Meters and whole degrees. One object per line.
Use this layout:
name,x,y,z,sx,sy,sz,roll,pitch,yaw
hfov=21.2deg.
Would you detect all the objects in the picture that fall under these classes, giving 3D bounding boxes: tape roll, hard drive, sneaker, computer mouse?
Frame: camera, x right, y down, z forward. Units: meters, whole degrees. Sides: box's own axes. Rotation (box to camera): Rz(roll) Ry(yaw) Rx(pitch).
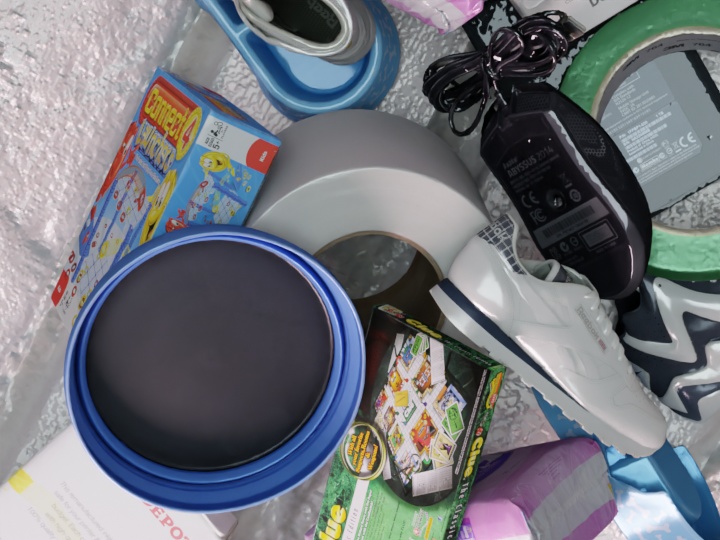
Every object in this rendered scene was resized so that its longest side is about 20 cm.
tape roll,0.236,-0.094,1.353,0.200,0.048,0.201,-1,82,10
hard drive,0.181,-0.136,1.416,0.139,0.033,0.200,-30,92,6
tape roll,0.000,0.000,1.361,0.202,0.139,0.203,-2,112,-5
sneaker,-0.079,-0.215,1.326,0.200,0.116,0.074,34,98,3
computer mouse,0.139,-0.076,1.291,0.138,0.053,0.200,-23,100,49
sneaker,0.142,0.049,1.284,0.200,0.076,0.081,38,92,-20
sneaker,0.252,-0.002,1.396,0.129,0.080,0.199,34,106,-7

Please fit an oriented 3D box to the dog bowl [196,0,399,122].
dog bowl,-0.055,-0.198,1.415,0.111,0.050,0.200,-36,91,6

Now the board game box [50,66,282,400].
board game box,-0.143,-0.033,1.365,0.056,0.200,0.196,23,96,-21

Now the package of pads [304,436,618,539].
package of pads,0.072,0.181,1.363,0.200,0.120,0.076,-16,96,38

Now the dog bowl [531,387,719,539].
dog bowl,0.190,0.124,1.401,0.050,0.111,0.200,-32,92,20

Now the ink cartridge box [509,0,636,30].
ink cartridge box,0.148,-0.226,1.327,0.117,0.200,0.067,-31,123,7

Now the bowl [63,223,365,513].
bowl,-0.097,0.063,1.270,0.200,0.039,0.201,-4,111,-11

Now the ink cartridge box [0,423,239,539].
ink cartridge box,-0.212,0.206,1.449,0.200,0.083,0.145,-40,91,6

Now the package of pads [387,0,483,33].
package of pads,0.044,-0.274,1.285,0.120,0.076,0.201,25,70,-24

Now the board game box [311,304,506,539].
board game box,0.028,0.134,1.295,0.105,0.023,0.201,27,114,30
